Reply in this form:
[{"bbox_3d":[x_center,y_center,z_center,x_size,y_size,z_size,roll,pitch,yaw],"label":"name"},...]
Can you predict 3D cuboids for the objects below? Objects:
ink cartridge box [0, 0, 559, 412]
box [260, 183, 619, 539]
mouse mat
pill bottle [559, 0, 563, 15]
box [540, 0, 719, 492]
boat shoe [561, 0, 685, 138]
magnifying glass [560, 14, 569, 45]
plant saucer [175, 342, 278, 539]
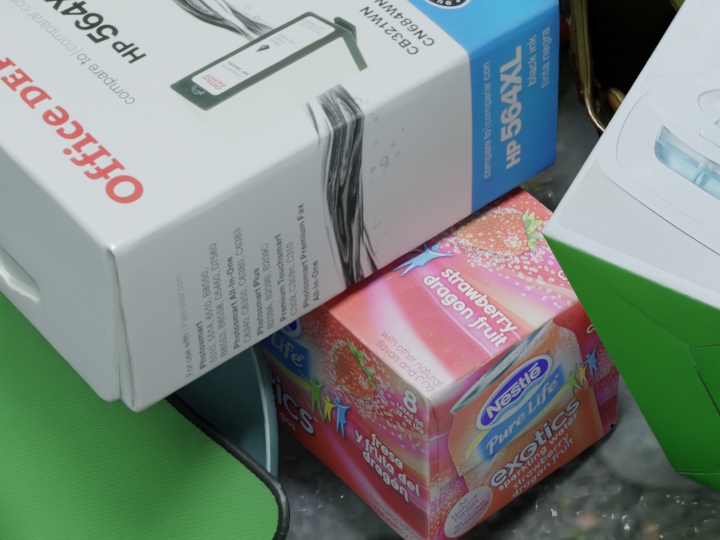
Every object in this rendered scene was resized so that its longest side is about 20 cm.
[{"bbox_3d":[-0.048,-0.061,0.891,0.199,0.085,0.146,-31,52,-26],"label":"ink cartridge box"},{"bbox_3d":[0.000,0.000,0.957,0.102,0.095,0.200,-30,53,-25],"label":"box"},{"bbox_3d":[-0.117,0.100,0.962,0.200,0.008,0.162,39,116,32],"label":"mouse mat"},{"bbox_3d":[0.100,-0.156,0.949,0.116,0.200,0.116,-49,15,17],"label":"pill bottle"},{"bbox_3d":[0.170,-0.022,0.856,0.096,0.200,0.177,23,74,30],"label":"box"},{"bbox_3d":[0.108,-0.066,0.900,0.072,0.201,0.068,-7,41,22],"label":"boat shoe"},{"bbox_3d":[0.128,-0.138,1.041,0.199,0.022,0.080,-33,56,3],"label":"magnifying glass"},{"bbox_3d":[-0.102,0.063,0.968,0.199,0.027,0.202,3,95,40],"label":"plant saucer"}]
